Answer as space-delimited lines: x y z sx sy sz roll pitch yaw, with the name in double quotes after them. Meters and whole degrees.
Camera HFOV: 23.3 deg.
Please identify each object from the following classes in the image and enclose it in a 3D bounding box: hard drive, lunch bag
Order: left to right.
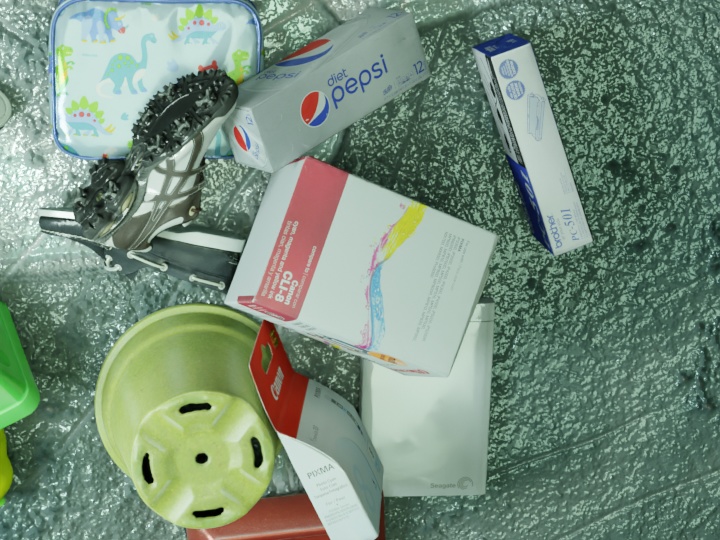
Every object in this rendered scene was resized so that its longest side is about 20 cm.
-0.187 -0.184 1.613 0.199 0.082 0.162 -1 104 -7 "lunch bag"
0.064 0.127 1.748 0.131 0.027 0.201 0 103 -7 "hard drive"

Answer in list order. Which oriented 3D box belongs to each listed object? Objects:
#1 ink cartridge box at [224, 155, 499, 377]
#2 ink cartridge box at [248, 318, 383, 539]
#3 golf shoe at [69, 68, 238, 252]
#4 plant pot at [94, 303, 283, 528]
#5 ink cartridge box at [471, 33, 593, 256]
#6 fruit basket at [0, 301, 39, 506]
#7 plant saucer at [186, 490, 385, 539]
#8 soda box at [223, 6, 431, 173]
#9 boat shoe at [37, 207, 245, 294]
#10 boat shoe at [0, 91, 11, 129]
0.000 0.000 1.621 0.199 0.145 0.145 21 83 -13 "ink cartridge box"
-0.038 0.142 1.645 0.047 0.160 0.201 -21 105 10 "ink cartridge box"
-0.167 -0.096 1.567 0.200 0.078 0.094 -42 133 19 "golf shoe"
-0.151 0.150 1.643 0.199 0.184 0.202 -2 103 -8 "plant pot"
0.164 -0.121 1.669 0.044 0.094 0.201 -20 104 -2 "ink cartridge box"
-0.399 0.134 1.649 0.215 0.156 0.216 -19 147 -13 "fruit basket"
-0.069 0.321 1.754 0.199 0.037 0.201 -6 113 -7 "plant saucer"
-0.033 -0.168 1.601 0.200 0.063 0.069 -34 121 -27 "soda box"
-0.209 -0.019 1.652 0.199 0.076 0.061 10 96 -9 "boat shoe"
-0.424 -0.145 1.613 0.199 0.073 0.062 2 146 -15 "boat shoe"
